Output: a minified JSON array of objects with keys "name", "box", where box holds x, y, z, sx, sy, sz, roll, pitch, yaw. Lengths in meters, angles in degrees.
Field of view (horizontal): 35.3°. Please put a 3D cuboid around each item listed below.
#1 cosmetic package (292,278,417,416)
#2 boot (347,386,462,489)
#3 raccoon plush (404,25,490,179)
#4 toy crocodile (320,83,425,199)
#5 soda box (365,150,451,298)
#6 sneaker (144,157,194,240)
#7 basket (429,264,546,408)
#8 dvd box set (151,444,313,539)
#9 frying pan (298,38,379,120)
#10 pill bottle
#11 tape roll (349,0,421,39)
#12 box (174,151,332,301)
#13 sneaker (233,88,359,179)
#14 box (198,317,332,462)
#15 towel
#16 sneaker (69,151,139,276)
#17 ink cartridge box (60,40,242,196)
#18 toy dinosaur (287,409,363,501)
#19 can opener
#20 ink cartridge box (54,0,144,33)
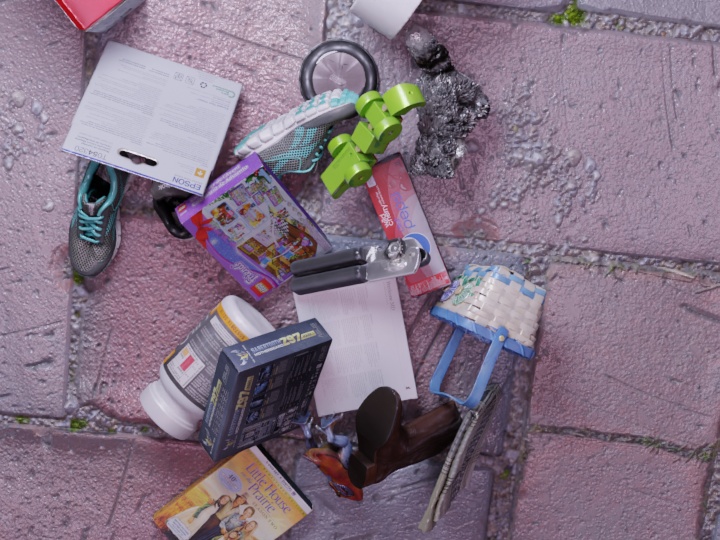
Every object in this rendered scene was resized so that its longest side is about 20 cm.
[{"name":"cosmetic package","box":[-0.007,0.102,1.663,0.151,0.052,0.200,-10,102,2]},{"name":"boot","box":[0.082,0.214,1.618,0.200,0.064,0.186,-14,138,-38]},{"name":"raccoon plush","box":[0.086,-0.216,1.545,0.200,0.097,0.134,41,66,-31]},{"name":"toy crocodile","box":[0.012,-0.175,1.533,0.200,0.062,0.068,-53,57,32]},{"name":"soda box","box":[0.065,-0.066,1.621,0.063,0.070,0.200,-21,101,5]},{"name":"sneaker","box":[-0.265,-0.133,1.584,0.066,0.091,0.200,-13,102,0]},{"name":"basket","box":[0.166,0.093,1.610,0.139,0.176,0.200,22,85,-15]},{"name":"dvd box set","box":[-0.193,0.367,1.720,0.200,0.029,0.146,-38,100,6]},{"name":"frying pan","box":[-0.060,-0.247,1.604,0.190,0.031,0.115,-38,98,3]},{"name":"pill bottle","box":[-0.216,0.141,1.629,0.200,0.116,0.116,-45,100,6]},{"name":"tape roll","box":[0.068,-0.407,1.487,0.071,0.202,0.203,32,99,-8]},{"name":"box","box":[-0.145,-0.058,1.579,0.137,0.039,0.200,-35,135,4]},{"name":"sneaker","box":[-0.075,-0.182,1.580,0.200,0.078,0.091,-24,110,26]},{"name":"box","box":[-0.136,0.168,1.588,0.158,0.051,0.200,-19,143,-35]},{"name":"towel","box":[0.150,0.271,1.637,0.035,0.193,0.200,24,101,12]},{"name":"sneaker","box":[-0.372,-0.085,1.581,0.078,0.091,0.200,15,101,3]},{"name":"ink cartridge box","box":[-0.281,-0.201,1.538,0.196,0.043,0.200,18,60,-6]},{"name":"toy dinosaur","box":[-0.045,0.288,1.648,0.105,0.200,0.182,-9,116,23]},{"name":"can opener","box":[0.000,0.000,1.584,0.200,0.067,0.053,-12,66,25]},{"name":"ink cartridge box","box":[-0.384,-0.414,1.479,0.084,0.176,0.200,-37,101,5]}]
